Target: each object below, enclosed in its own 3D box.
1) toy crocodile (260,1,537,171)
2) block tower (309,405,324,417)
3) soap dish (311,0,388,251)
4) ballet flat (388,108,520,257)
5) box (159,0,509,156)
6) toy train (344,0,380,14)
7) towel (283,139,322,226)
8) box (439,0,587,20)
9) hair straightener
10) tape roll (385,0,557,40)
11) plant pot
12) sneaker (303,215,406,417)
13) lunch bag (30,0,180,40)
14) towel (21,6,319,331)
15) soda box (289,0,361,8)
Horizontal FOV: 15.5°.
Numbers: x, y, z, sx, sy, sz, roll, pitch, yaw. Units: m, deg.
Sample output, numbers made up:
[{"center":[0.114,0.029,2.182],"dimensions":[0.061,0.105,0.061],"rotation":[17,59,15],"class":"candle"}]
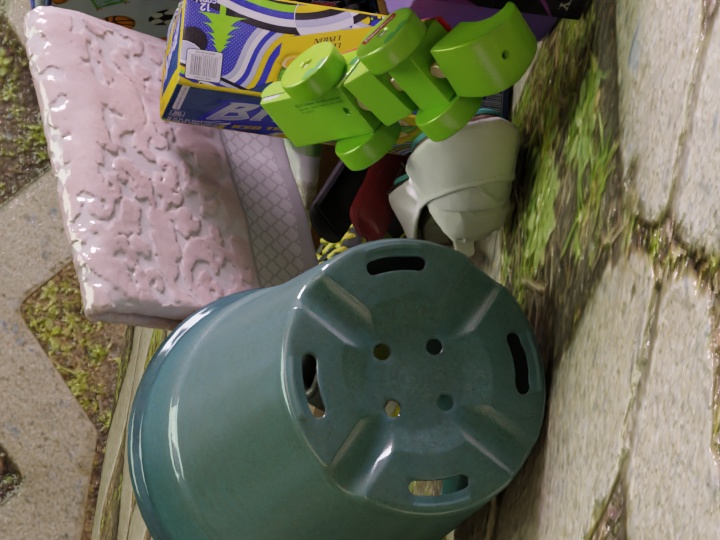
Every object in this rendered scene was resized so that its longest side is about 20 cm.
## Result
[{"center":[0.016,-0.105,1.448],"dimensions":[0.200,0.068,0.062],"rotation":[-15,33,54],"class":"toy crocodile"},{"center":[-0.016,0.059,1.842],"dimensions":[0.200,0.054,0.058],"rotation":[-119,40,-73],"class":"block tower"},{"center":[-0.007,-0.085,1.831],"dimensions":[0.200,0.081,0.158],"rotation":[-104,25,-62],"class":"soap dish"},{"center":[0.058,-0.042,1.530],"dimensions":[0.200,0.069,0.070],"rotation":[128,149,-78],"class":"ballet flat"},{"center":[-0.015,-0.114,1.569],"dimensions":[0.070,0.199,0.065],"rotation":[129,148,-69],"class":"box"},{"center":[-0.032,-0.208,1.754],"dimensions":[0.200,0.086,0.115],"rotation":[-104,18,-45],"class":"toy train"},{"center":[-0.078,-0.040,1.738],"dimensions":[0.149,0.031,0.201],"rotation":[27,116,41],"class":"towel"},{"center":[0.039,-0.197,1.354],"dimensions":[0.143,0.199,0.036],"rotation":[111,160,-52],"class":"box"},{"center":[0.013,-0.103,1.668],"dimensions":[0.077,0.041,0.201],"rotation":[0,57,41],"class":"hair straightener"},{"center":[0.075,-0.234,1.503],"dimensions":[0.200,0.085,0.201],"rotation":[-172,90,-79],"class":"tape roll"},{"center":[-0.004,0.080,1.433],"dimensions":[0.196,0.199,0.201],"rotation":[143,135,-63],"class":"plant pot"},{"center":[0.000,0.000,1.674],"dimensions":[0.074,0.084,0.201],"rotation":[-18,66,47],"class":"sneaker"},{"center":[-0.142,-0.211,1.683],"dimensions":[0.200,0.160,0.076],"rotation":[109,152,-68],"class":"lunch bag"},{"center":[-0.108,-0.054,1.584],"dimensions":[0.032,0.191,0.201],"rotation":[-34,60,37],"class":"towel"},{"center":[-0.012,-0.259,1.632],"dimensions":[0.071,0.063,0.201],"rotation":[-17,53,38],"class":"soda box"}]
